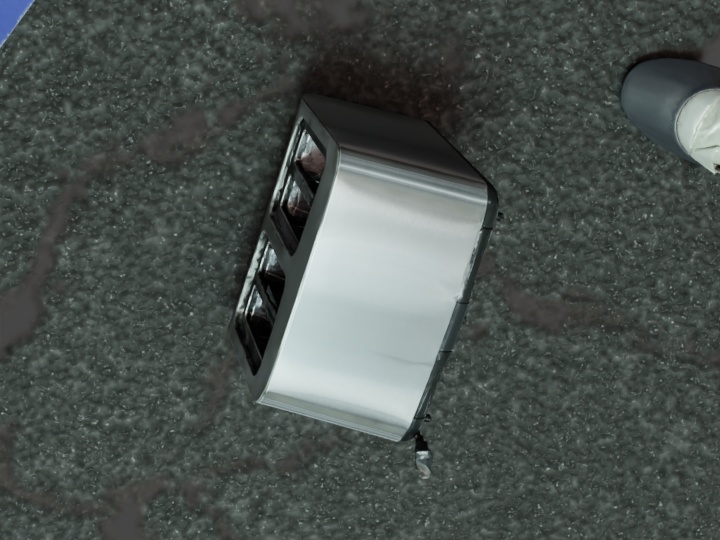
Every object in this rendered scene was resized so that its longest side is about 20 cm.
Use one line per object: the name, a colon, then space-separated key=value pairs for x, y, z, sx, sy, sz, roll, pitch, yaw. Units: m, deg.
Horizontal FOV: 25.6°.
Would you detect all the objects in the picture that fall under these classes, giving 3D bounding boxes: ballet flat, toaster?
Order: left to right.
toaster: x=0.000 y=0.000 z=1.028 sx=0.118 sy=0.200 sz=0.182 roll=13 pitch=107 yaw=-17
ballet flat: x=0.276 y=-0.090 z=1.108 sx=0.199 sy=0.073 sz=0.073 roll=26 pitch=103 yaw=-15

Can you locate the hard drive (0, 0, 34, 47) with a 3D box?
hard drive: x=-0.285 y=-0.226 z=0.978 sx=0.199 sy=0.025 sz=0.132 roll=34 pitch=113 yaw=-22
